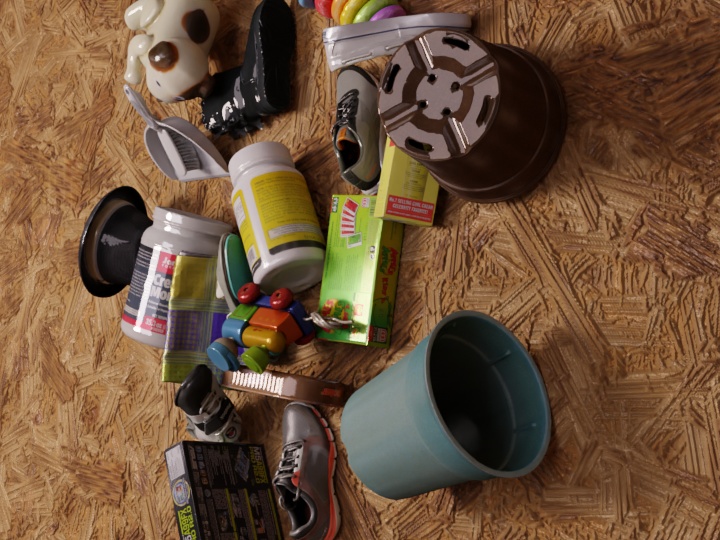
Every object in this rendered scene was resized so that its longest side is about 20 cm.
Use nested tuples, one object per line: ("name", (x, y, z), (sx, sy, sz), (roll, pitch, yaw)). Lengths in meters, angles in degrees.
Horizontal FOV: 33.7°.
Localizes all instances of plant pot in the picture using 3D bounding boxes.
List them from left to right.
("plant pot", (0.089, 0.176, 1.427), (0.195, 0.199, 0.202), (-31, 62, 43))
("plant pot", (0.123, -0.189, 1.410), (0.198, 0.198, 0.203), (-1, 87, 24))

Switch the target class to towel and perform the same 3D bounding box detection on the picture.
("towel", (-0.215, 0.074, 1.753), (0.023, 0.142, 0.202), (-164, 83, -72))

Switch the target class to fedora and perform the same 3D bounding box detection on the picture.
("fedora", (-0.362, -0.035, 1.891), (0.091, 0.200, 0.203), (18, 95, 17))

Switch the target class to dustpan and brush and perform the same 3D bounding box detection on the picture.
("dustpan and brush", (-0.302, -0.212, 1.852), (0.139, 0.057, 0.201), (-2, 124, 42))

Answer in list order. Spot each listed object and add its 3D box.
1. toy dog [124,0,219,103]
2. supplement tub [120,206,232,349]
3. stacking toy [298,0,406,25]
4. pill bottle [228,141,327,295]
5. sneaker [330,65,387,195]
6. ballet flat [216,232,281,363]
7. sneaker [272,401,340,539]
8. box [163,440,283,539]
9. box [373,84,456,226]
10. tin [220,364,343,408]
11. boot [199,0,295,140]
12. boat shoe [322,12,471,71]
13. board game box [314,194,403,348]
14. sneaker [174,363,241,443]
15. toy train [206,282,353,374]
("toy dog", (-0.277, -0.339, 1.851), (0.193, 0.140, 0.201), (-28, 40, 22))
("supplement tub", (-0.278, 0.015, 1.816), (0.140, 0.140, 0.202), (18, 95, 43))
("stacking toy", (0.019, -0.350, 1.649), (0.110, 0.116, 0.201), (-50, 65, 27))
("pill bottle", (-0.121, -0.077, 1.707), (0.114, 0.114, 0.202), (-35, 61, 33))
("sneaker", (-0.005, -0.202, 1.645), (0.074, 0.079, 0.202), (-30, 58, 36))
("ballet flat", (-0.176, 0.045, 1.719), (0.063, 0.067, 0.202), (-13, 104, 34))
("sneaker", (-0.081, 0.273, 1.628), (0.077, 0.081, 0.202), (-30, 64, 35))
("box", (-0.184, 0.340, 1.658), (0.044, 0.159, 0.202), (-30, 64, 33))
("box", (0.072, -0.163, 1.565), (0.050, 0.074, 0.202), (-174, 95, -76))
("tin", (-0.110, 0.159, 1.654), (0.199, 0.111, 0.042), (5, 87, 42))
("boot", (-0.176, -0.307, 1.834), (0.162, 0.073, 0.201), (-14, 71, 46))
("boat shoe", (0.051, -0.301, 1.576), (0.198, 0.074, 0.066), (-7, 98, 2))
("board game box", (0.000, 0.000, 1.626), (0.101, 0.047, 0.202), (3, 84, 43))
("sneaker", (-0.209, 0.203, 1.711), (0.088, 0.201, 0.074), (32, 68, 19))
("toy train", (-0.112, 0.091, 1.593), (0.199, 0.085, 0.116), (8, 49, 45))
